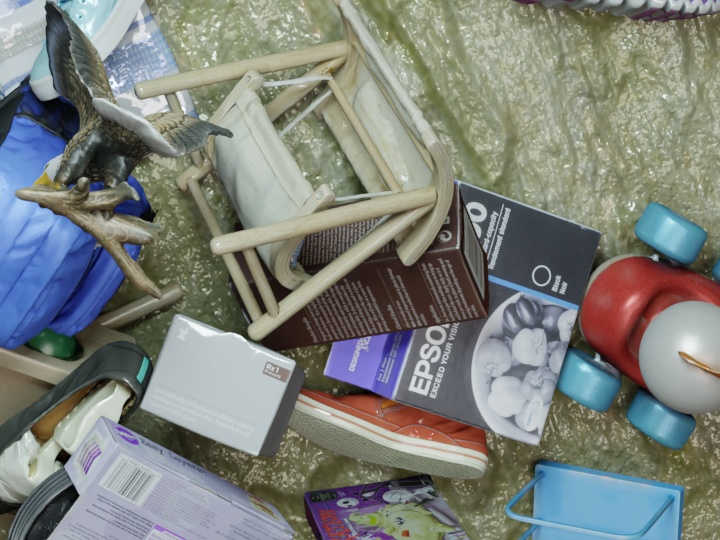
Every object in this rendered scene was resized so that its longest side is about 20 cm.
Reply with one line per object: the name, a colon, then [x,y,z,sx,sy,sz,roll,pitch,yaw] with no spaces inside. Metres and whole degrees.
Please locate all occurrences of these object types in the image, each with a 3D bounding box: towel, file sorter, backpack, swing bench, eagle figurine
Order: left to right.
backpack: [-0.254,-0.036,1.593,0.167,0.200,0.163,30,111,-8]
towel: [-0.232,-0.172,1.675,0.146,0.024,0.201,-26,109,-4]
eagle figurine: [-0.181,-0.101,1.476,0.149,0.201,0.153,2,133,13]
swing bench: [-0.045,-0.088,1.631,0.199,0.200,0.130,-26,140,-4]
file sorter: [0.199,0.294,1.820,0.138,0.123,0.202,9,108,25]

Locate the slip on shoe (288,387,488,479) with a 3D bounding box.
slip on shoe: [0.019,0.132,1.801,0.198,0.074,0.062,14,67,-9]

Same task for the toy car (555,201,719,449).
toy car: [0.291,0.074,1.758,0.176,0.200,0.185,27,100,-24]

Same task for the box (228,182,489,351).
box: [0.000,0.000,1.695,0.198,0.075,0.100,-10,140,13]

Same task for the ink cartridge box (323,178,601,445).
ink cartridge box: [0.090,0.028,1.769,0.198,0.043,0.200,18,88,-15]

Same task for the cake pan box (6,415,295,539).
cake pan box: [-0.181,0.231,1.608,0.199,0.052,0.185,30,99,-34]

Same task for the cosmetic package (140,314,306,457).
cosmetic package: [-0.108,0.097,1.662,0.106,0.200,0.091,22,88,5]

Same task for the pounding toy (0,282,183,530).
pounding toy: [-0.265,0.095,1.703,0.183,0.142,0.201,21,112,-16]

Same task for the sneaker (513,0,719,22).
sneaker: [0.219,-0.260,1.721,0.198,0.080,0.089,7,86,-17]

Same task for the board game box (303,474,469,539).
board game box: [0.025,0.229,1.752,0.119,0.200,0.033,-12,107,-9]

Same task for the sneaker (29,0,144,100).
sneaker: [-0.215,-0.226,1.609,0.082,0.074,0.201,43,61,-25]

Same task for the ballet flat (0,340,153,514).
ballet flat: [-0.241,0.133,1.606,0.068,0.069,0.200,39,106,-24]
